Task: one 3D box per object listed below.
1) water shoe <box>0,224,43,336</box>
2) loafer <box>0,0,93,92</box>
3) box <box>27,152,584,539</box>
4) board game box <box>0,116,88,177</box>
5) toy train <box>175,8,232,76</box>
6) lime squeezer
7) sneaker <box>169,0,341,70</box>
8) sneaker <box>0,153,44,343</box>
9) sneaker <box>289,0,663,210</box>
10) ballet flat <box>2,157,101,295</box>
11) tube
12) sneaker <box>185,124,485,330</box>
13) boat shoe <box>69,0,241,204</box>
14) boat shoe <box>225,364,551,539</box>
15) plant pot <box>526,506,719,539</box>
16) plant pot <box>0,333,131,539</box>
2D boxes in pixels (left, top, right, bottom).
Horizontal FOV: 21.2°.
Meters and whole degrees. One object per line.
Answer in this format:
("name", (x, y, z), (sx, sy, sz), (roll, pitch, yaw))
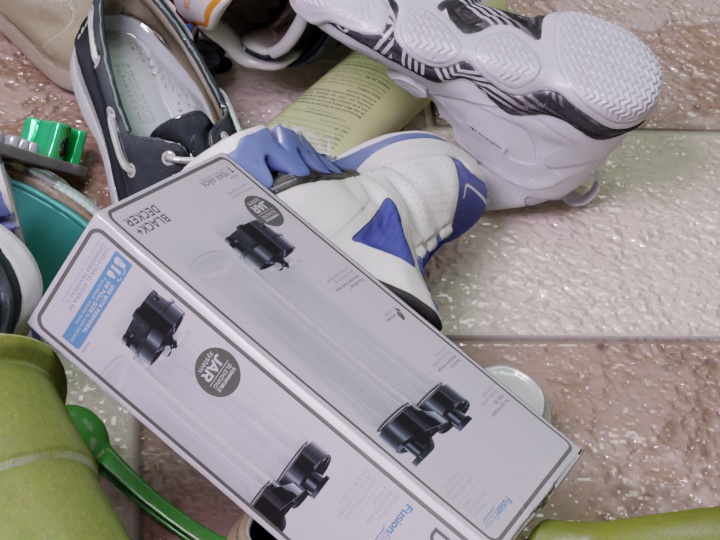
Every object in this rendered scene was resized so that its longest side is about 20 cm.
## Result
("water shoe", (-0.200, 0.061, 0.764), (0.071, 0.200, 0.079), (37, 27, 10))
("loafer", (-0.197, -0.179, 1.107), (0.200, 0.068, 0.076), (36, 51, 27))
("box", (-0.018, 0.047, 0.763), (0.200, 0.060, 0.117), (39, 26, 7))
("board game box", (-0.252, -0.090, 0.945), (0.200, 0.026, 0.200), (15, 0, 9))
("toy train", (-0.086, -0.161, 1.129), (0.046, 0.034, 0.200), (9, 43, 7))
("lime squeezer", (-0.156, 0.094, 0.865), (0.200, 0.038, 0.071), (4, 75, -5))
("sneaker", (-0.032, -0.150, 1.069), (0.200, 0.078, 0.079), (1, 47, -45))
("sneaker", (-0.205, -0.009, 0.837), (0.115, 0.199, 0.081), (-12, 65, -9))
("sneaker", (0.050, -0.096, 1.012), (0.200, 0.115, 0.075), (20, 52, 2))
("ballet flat", (-0.207, -0.033, 0.968), (0.200, 0.069, 0.071), (11, 18, 4))
("tube", (0.009, -0.102, 1.074), (0.052, 0.058, 0.200), (48, 53, -4))
("sneaker", (0.000, 0.000, 0.912), (0.199, 0.081, 0.115), (-4, 60, -57))
("boat shoe", (-0.096, -0.063, 0.986), (0.076, 0.060, 0.200), (-20, 64, -29))
("boat shoe", (0.018, 0.095, 0.853), (0.075, 0.068, 0.200), (34, 50, 25))
("plant pot", (0.152, 0.168, 0.724), (0.193, 0.200, 0.200), (6, 43, 14))
("plant pot", (-0.134, 0.158, 0.702), (0.200, 0.200, 0.190), (-31, 67, -33))
